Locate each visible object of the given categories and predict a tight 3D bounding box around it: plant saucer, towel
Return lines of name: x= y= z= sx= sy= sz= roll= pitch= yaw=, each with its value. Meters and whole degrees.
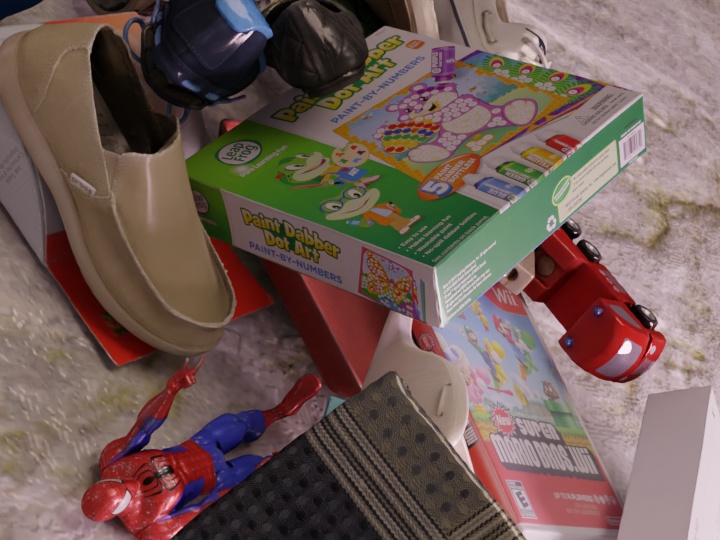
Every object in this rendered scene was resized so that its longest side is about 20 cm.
plant saucer: x=0.000 y=0.000 z=1.068 sx=0.199 sy=0.037 sz=0.200 roll=1 pitch=56 yaw=-57
towel: x=0.003 y=0.178 z=0.752 sx=0.200 sy=0.192 sz=0.035 roll=53 pitch=6 yaw=10

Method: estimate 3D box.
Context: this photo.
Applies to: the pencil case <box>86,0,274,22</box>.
pencil case: x=-0.100 y=-0.189 z=1.102 sx=0.089 sy=0.078 sz=0.199 roll=34 pitch=16 yaw=34

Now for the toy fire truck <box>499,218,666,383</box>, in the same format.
toy fire truck: x=0.110 y=-0.011 z=1.123 sx=0.141 sy=0.049 sz=0.200 roll=11 pitch=36 yaw=-53

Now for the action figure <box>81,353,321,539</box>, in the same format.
action figure: x=-0.061 y=0.086 z=0.858 sx=0.199 sy=0.099 sz=0.065 roll=-16 pitch=69 yaw=-54

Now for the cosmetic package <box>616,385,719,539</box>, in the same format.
cosmetic package: x=0.216 y=0.193 z=1.077 sx=0.200 sy=0.051 sz=0.152 roll=-60 pitch=137 yaw=-58

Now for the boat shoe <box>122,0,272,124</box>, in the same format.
boat shoe: x=-0.099 y=-0.130 z=0.934 sx=0.084 sy=0.069 sz=0.200 roll=51 pitch=-5 yaw=1

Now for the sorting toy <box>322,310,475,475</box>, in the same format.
sorting toy: x=0.029 y=0.107 z=0.893 sx=0.181 sy=0.106 sz=0.201 roll=-81 pitch=159 yaw=-52

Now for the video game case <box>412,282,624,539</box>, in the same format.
video game case: x=0.097 y=0.084 z=1.058 sx=0.143 sy=0.017 sz=0.201 roll=14 pitch=45 yaw=-51

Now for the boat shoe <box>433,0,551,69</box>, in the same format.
boat shoe: x=0.096 y=-0.143 z=1.134 sx=0.201 sy=0.069 sz=0.071 roll=-102 pitch=170 yaw=-49

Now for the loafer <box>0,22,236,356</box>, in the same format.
loafer: x=-0.122 y=-0.045 z=0.884 sx=0.201 sy=0.068 sz=0.076 roll=59 pitch=34 yaw=-12

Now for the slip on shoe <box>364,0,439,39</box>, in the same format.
slip on shoe: x=0.006 y=-0.216 z=1.137 sx=0.076 sy=0.060 sz=0.201 roll=77 pitch=-4 yaw=-76

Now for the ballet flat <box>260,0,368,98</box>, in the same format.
ballet flat: x=-0.032 y=-0.150 z=1.000 sx=0.200 sy=0.066 sz=0.057 roll=-123 pitch=-170 yaw=-72

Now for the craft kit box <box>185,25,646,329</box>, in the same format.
craft kit box: x=0.029 y=-0.063 z=0.948 sx=0.200 sy=0.197 sz=0.049 roll=-39 pitch=131 yaw=-36

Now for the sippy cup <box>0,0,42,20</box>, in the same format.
sippy cup: x=-0.227 y=-0.218 z=0.946 sx=0.140 sy=0.177 sz=0.131 roll=104 pitch=-32 yaw=-74

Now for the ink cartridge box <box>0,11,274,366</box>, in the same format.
ink cartridge box: x=-0.137 y=-0.055 z=0.952 sx=0.200 sy=0.050 sz=0.162 roll=53 pitch=31 yaw=10

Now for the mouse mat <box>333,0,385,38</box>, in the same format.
mouse mat: x=0.024 y=-0.165 z=1.161 sx=0.160 sy=0.008 sz=0.201 roll=14 pitch=43 yaw=-48
